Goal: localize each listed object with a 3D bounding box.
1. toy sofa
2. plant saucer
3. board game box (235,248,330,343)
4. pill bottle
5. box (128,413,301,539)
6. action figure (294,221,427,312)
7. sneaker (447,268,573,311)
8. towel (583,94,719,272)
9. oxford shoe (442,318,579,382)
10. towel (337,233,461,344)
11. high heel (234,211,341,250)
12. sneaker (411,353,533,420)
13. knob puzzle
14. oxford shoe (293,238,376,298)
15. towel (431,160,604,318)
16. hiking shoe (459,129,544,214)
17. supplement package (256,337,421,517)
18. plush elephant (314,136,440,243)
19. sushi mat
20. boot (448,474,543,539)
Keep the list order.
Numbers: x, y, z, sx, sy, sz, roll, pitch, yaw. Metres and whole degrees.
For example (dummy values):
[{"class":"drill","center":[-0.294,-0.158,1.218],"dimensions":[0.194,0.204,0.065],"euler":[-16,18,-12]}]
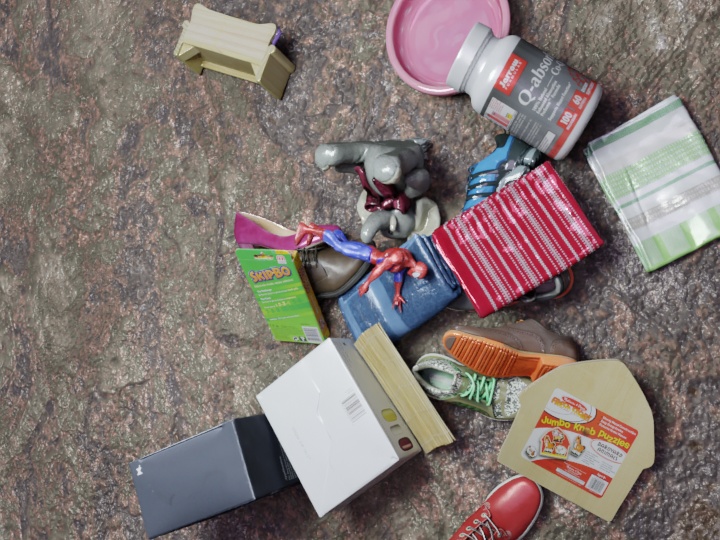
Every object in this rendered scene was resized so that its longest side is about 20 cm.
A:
[{"class":"toy sofa","center":[-0.211,-0.373,1.304],"dimensions":[0.196,0.083,0.100],"euler":[21,87,23]},{"class":"plant saucer","center":[0.137,-0.365,1.176],"dimensions":[0.195,0.051,0.207],"euler":[-2,84,22]},{"class":"board game box","center":[-0.117,0.036,1.173],"dimensions":[0.093,0.202,0.030],"euler":[3,48,22]},{"class":"pill bottle","center":[0.225,-0.252,1.066],"dimensions":[0.197,0.116,0.118],"euler":[31,96,5]},{"class":"box","center":[-0.206,0.304,1.164],"dimensions":[0.193,0.199,0.120],"euler":[-24,76,18]},{"class":"action figure","center":[0.000,0.000,1.091],"dimensions":[0.195,0.065,0.102],"euler":[14,99,21]},{"class":"sneaker","center":[0.199,0.019,1.084],"dimensions":[0.195,0.082,0.079],"euler":[-11,95,21]},{"class":"towel","center":[0.413,-0.120,1.046],"dimensions":[0.147,0.031,0.204],"euler":[-28,75,18]},{"class":"oxford shoe","center":[0.208,0.104,1.061],"dimensions":[0.195,0.072,0.074],"euler":[16,52,-6]},{"class":"towel","center":[0.054,0.039,1.139],"dimensions":[0.199,0.048,0.114],"euler":[-37,72,33]},{"class":"high heel","center":[-0.122,-0.071,1.244],"dimensions":[0.196,0.067,0.099],"euler":[-15,88,33]},{"class":"sneaker","center":[0.156,0.169,1.089],"dimensions":[0.195,0.088,0.079],"euler":[8,87,22]},{"class":"knob puzzle","center":[0.303,0.208,1.031],"dimensions":[0.213,0.030,0.226],"euler":[2,100,11]},{"class":"oxford shoe","center":[-0.064,-0.003,1.180],"dimensions":[0.197,0.084,0.074],"euler":[-26,45,25]},{"class":"towel","center":[0.211,-0.044,1.046],"dimensions":[0.197,0.022,0.147],"euler":[-31,72,4]},{"class":"hiking shoe","center":[0.183,-0.109,1.125],"dimensions":[0.086,0.074,0.201],"euler":[40,90,28]},{"class":"supplement package","center":[-0.032,0.229,1.148],"dimensions":[0.155,0.110,0.202],"euler":[-37,73,15]},{"class":"plush elephant","center":[0.039,-0.110,1.142],"dimensions":[0.162,0.198,0.159],"euler":[15,112,35]},{"class":"sushi mat","center":[0.062,0.173,1.116],"dimensions":[0.012,0.096,0.202],"euler":[-31,84,-28]},{"class":"boot","center":[0.164,0.361,1.035],"dimensions":[0.200,0.144,0.073],"euler":[-47,68,9]}]
